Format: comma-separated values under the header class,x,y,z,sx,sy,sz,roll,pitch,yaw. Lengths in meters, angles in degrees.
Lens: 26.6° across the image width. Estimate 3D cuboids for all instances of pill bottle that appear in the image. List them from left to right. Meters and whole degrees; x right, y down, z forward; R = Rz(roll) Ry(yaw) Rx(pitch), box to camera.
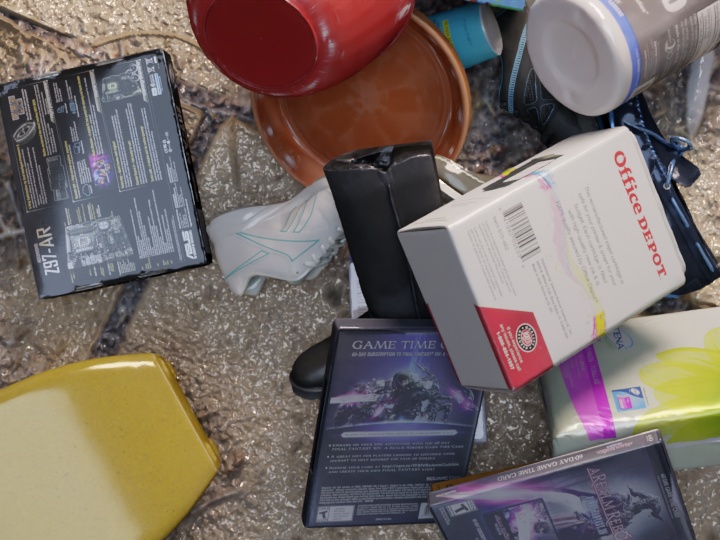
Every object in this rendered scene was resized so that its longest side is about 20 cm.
class,x,y,z,sx,sy,sz,roll,pitch,yaw
pill bottle,0.247,-0.222,1.298,0.199,0.114,0.114,-32,88,-28

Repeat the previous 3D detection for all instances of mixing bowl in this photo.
class,x,y,z,sx,sy,sz,roll,pitch,yaw
mixing bowl,-0.063,-0.215,1.223,0.199,0.109,0.201,11,134,11

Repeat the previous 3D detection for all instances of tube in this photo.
class,x,y,z,sx,sy,sz,roll,pitch,yaw
tube,0.027,-0.186,1.365,0.199,0.050,0.078,-17,83,23

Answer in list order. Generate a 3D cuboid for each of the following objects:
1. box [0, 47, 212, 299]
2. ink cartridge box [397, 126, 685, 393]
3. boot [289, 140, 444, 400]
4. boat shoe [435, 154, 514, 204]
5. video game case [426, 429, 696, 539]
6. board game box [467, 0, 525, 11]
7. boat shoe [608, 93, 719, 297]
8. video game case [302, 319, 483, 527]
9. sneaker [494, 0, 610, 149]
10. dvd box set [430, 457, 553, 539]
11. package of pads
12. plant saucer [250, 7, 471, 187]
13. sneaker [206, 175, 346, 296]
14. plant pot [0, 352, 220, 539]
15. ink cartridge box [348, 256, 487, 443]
class,x,y,z,sx,sy,sz,roll,pitch,yaw
box,-0.233,-0.087,1.390,0.159,0.044,0.201,-13,89,3
ink cartridge box,0.152,-0.011,1.251,0.199,0.083,0.147,-28,102,-26
boot,0.001,0.000,1.287,0.164,0.066,0.201,-16,121,-7
boat shoe,0.142,-0.054,1.340,0.201,0.072,0.061,28,93,-18
video game case,0.171,0.209,1.281,0.199,0.019,0.143,-17,130,11
board game box,0.048,-0.270,1.323,0.199,0.151,0.037,13,109,3
boat shoe,0.272,-0.080,1.352,0.068,0.084,0.201,-15,103,21
video game case,0.032,0.133,1.311,0.142,0.019,0.201,1,116,-17
sneaker,0.171,-0.146,1.365,0.081,0.073,0.201,-21,83,18
dvd box set,0.171,0.232,1.345,0.199,0.029,0.147,-13,118,3
package of pads,0.256,0.104,1.313,0.198,0.155,0.069,-8,122,4
plant saucer,0.001,-0.152,1.346,0.199,0.032,0.202,8,121,13
sneaker,-0.040,-0.033,1.348,0.199,0.070,0.081,-20,76,24
plant pot,-0.232,0.169,1.321,0.199,0.196,0.195,-29,88,-4
ink cartridge box,0.051,0.058,1.377,0.118,0.042,0.202,-3,92,3
